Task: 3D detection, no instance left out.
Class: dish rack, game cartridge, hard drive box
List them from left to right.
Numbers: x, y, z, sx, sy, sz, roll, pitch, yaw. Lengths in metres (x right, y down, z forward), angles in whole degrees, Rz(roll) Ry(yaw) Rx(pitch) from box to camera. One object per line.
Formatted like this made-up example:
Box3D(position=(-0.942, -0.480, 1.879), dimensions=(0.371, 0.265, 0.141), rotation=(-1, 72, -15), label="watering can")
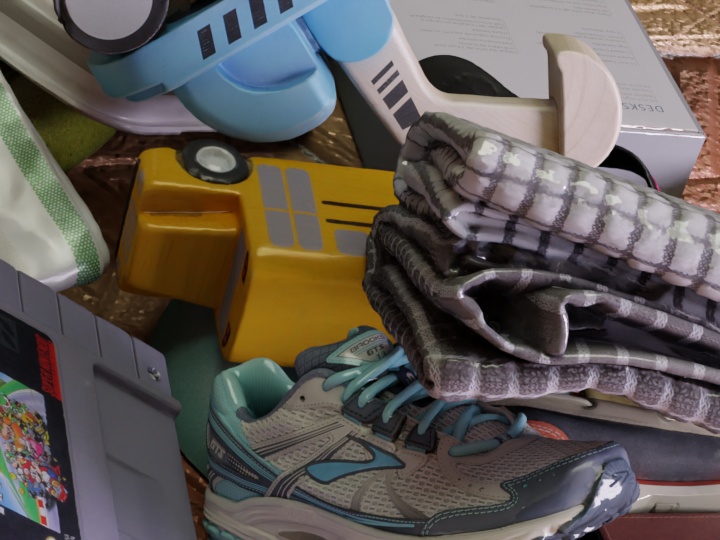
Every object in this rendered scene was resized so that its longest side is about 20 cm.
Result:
Box3D(position=(-0.111, 0.079, 0.729), dimensions=(0.130, 0.038, 0.200), rotation=(39, 23, -39), label="game cartridge")
Box3D(position=(-0.118, -0.128, 0.984), dimensions=(0.171, 0.044, 0.200), rotation=(35, 19, 22), label="dish rack")
Box3D(position=(0.072, -0.107, 1.058), dimensions=(0.155, 0.077, 0.200), rotation=(4, 39, -18), label="hard drive box")

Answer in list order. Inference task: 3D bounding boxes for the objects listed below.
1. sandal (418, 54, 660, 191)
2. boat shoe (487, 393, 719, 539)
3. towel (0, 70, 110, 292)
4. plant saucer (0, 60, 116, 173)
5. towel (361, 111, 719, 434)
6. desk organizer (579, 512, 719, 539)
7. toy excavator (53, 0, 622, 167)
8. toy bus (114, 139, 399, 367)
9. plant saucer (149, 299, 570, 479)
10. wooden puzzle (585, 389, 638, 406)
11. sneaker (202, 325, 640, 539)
Box3D(position=(0.100, -0.035, 0.910), dimensions=(0.200, 0.045, 0.075), rotation=(42, 46, 8), label="sandal")
Box3D(position=(0.130, 0.081, 0.816), dimensions=(0.199, 0.071, 0.063), rotation=(3, 53, -18), label="boat shoe")
Box3D(position=(-0.211, -0.041, 0.801), dimensions=(0.200, 0.031, 0.149), rotation=(-12, 59, -45), label="towel")
Box3D(position=(-0.241, -0.087, 0.930), dimensions=(0.200, 0.048, 0.200), rotation=(27, 38, 12), label="plant saucer")
Box3D(position=(0.091, 0.010, 0.715), dimensions=(0.165, 0.086, 0.200), rotation=(19, 6, -8), label="towel")
Box3D(position=(0.062, 0.141, 0.744), dimensions=(0.200, 0.072, 0.077), rotation=(2, 37, -20), label="desk organizer")
Box3D(position=(-0.010, -0.098, 0.859), dimensions=(0.194, 0.200, 0.100), rotation=(-29, 21, 6), label="toy excavator")
Box3D(position=(0.000, 0.000, 0.844), dimensions=(0.199, 0.065, 0.078), rotation=(5, 40, -17), label="toy bus")
Box3D(position=(0.007, 0.042, 0.877), dimensions=(0.199, 0.036, 0.200), rotation=(11, 38, -8), label="plant saucer")
Box3D(position=(0.194, 0.045, 0.940), dimensions=(0.185, 0.046, 0.200), rotation=(6, 38, -15), label="wooden puzzle")
Box3D(position=(0.009, 0.064, 0.720), dimensions=(0.200, 0.087, 0.078), rotation=(-7, 3, 43), label="sneaker")
